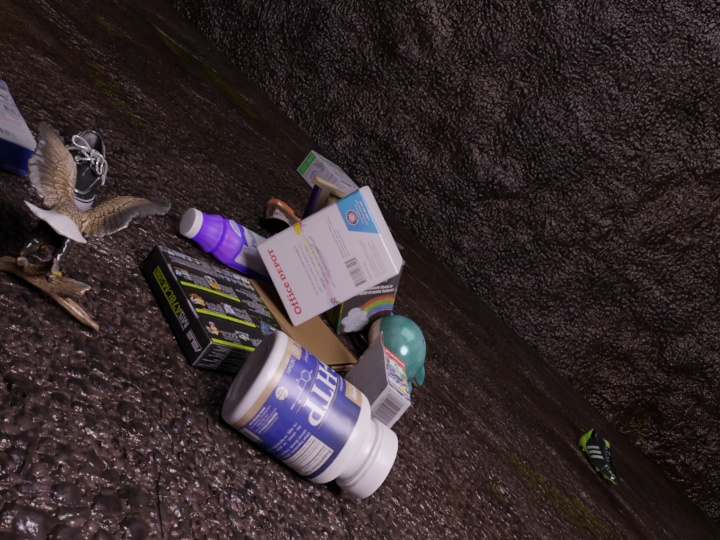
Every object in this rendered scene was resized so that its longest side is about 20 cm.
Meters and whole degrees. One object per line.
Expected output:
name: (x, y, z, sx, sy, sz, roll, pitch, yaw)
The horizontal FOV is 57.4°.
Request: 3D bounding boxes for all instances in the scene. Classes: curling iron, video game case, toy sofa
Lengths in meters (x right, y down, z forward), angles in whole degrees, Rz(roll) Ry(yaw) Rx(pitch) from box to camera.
curling iron: (0.013, 0.126, 1.380, 0.050, 0.026, 0.200, 44, 12, -1)
video game case: (-0.524, -0.217, 0.823, 0.182, 0.046, 0.198, 52, 15, 30)
toy sofa: (-0.104, -0.081, 1.303, 0.096, 0.205, 0.082, 30, 9, 25)

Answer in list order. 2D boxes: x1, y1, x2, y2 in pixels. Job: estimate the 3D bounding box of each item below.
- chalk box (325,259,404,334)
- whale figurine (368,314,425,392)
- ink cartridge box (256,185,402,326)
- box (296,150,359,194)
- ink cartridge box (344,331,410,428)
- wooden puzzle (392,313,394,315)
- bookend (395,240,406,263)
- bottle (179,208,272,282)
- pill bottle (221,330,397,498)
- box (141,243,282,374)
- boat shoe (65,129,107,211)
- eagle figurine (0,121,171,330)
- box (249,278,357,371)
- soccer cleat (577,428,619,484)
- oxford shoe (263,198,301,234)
chalk box: (0.000, 0.000, 1.287, 0.121, 0.205, 0.125, -5, 35, -27)
whale figurine: (0.091, 0.163, 1.273, 0.200, 0.101, 0.164, 40, 38, -53)
ink cartridge box: (-0.048, -0.028, 1.114, 0.150, 0.196, 0.146, 63, 10, -6)
box: (-0.099, -0.309, 2.319, 0.177, 0.097, 0.199, 48, 14, 25)
ink cartridge box: (0.022, 0.184, 1.021, 0.050, 0.110, 0.201, 37, 13, -10)
wooden puzzle: (0.051, 0.108, 1.459, 0.185, 0.037, 0.201, 48, 6, -36)
bookend: (0.062, -0.041, 1.932, 0.197, 0.092, 0.201, 35, 15, -29)
bottle: (-0.221, -0.045, 1.138, 0.198, 0.066, 0.084, 30, 17, -44)
pill bottle: (-0.055, 0.178, 0.784, 0.198, 0.120, 0.120, 38, 13, -15)
box: (-0.190, 0.064, 0.922, 0.198, 0.048, 0.194, 26, 23, -55)
boat shoe: (-0.395, -0.148, 0.935, 0.073, 0.068, 0.200, 35, 15, -24)
eagle figurine: (-0.316, -0.065, 0.730, 0.146, 0.204, 0.154, 6, -38, 19)
box: (-0.104, 0.094, 1.134, 0.200, 0.021, 0.163, 48, 14, 21)
soccer cleat: (0.745, 0.570, 2.030, 0.067, 0.082, 0.201, 34, 15, -26)
oxford shoe: (-0.145, -0.078, 1.518, 0.197, 0.071, 0.074, 33, 34, -18)
